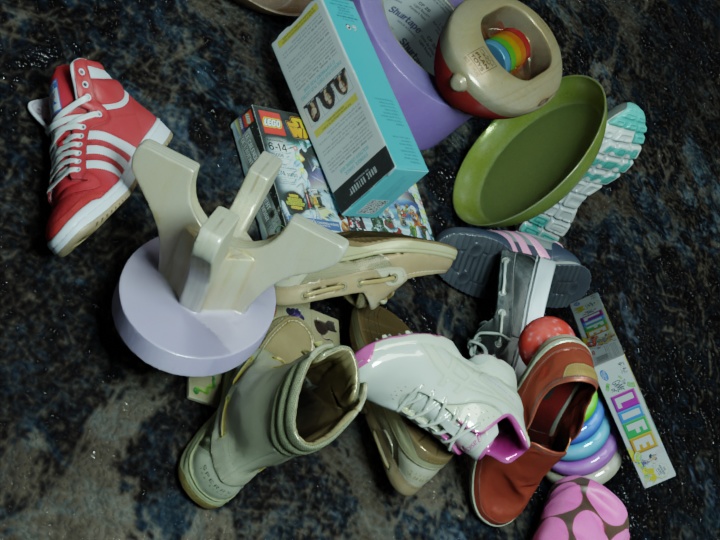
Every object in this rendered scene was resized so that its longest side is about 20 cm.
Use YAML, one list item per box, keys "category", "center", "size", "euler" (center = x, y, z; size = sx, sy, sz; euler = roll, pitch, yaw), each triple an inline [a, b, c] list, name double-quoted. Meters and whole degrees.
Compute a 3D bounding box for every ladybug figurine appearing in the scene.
- category: "ladybug figurine"
  center: [0.136, -0.215, 1.595]
  size: [0.136, 0.072, 0.200]
  euler: [56, 38, 3]

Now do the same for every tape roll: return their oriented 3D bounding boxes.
- category: "tape roll"
  center: [0.048, -0.235, 1.645]
  size: [0.199, 0.085, 0.201]
  euler: [27, 45, -30]

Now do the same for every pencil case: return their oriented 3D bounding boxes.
- category: "pencil case"
  center: [0.194, 0.282, 1.411]
  size: [0.093, 0.091, 0.201]
  euler: [17, 42, 10]

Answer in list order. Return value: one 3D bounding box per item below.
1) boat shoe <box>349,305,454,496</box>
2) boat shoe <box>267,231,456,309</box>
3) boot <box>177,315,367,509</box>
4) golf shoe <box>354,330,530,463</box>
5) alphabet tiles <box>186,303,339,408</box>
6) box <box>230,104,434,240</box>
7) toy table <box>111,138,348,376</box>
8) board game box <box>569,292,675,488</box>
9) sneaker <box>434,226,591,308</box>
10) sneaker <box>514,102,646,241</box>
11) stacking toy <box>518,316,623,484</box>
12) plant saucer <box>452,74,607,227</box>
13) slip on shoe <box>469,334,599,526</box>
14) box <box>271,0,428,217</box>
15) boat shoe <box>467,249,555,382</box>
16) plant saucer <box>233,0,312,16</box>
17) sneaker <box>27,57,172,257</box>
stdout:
- category: "boat shoe"
  center: [0.023, 0.110, 1.380]
  size: [0.071, 0.065, 0.201]
  euler: [17, 35, -30]
- category: "boat shoe"
  center: [0.000, 0.000, 1.396]
  size: [0.199, 0.071, 0.065]
  euler: [-1, 97, -34]
- category: "boot"
  center: [-0.052, 0.090, 1.231]
  size: [0.072, 0.154, 0.200]
  euler: [44, 44, -15]
- category: "golf shoe"
  center: [0.072, 0.109, 1.291]
  size: [0.199, 0.075, 0.092]
  euler: [15, 40, -40]
- category: "alphabet tiles"
  center: [-0.095, 0.056, 1.342]
  size: [0.199, 0.006, 0.167]
  euler: [22, 48, -34]
- category: "box"
  center: [-0.024, -0.079, 1.490]
  size: [0.199, 0.040, 0.138]
  euler: [6, 57, -43]
- category: "toy table"
  center: [-0.113, -0.014, 1.234]
  size: [0.183, 0.118, 0.200]
  euler: [21, 27, -10]
- category: "board game box"
  center: [0.261, 0.115, 1.549]
  size: [0.200, 0.034, 0.135]
  euler: [-86, 152, -73]
- category: "sneaker"
  center: [0.144, -0.013, 1.611]
  size: [0.199, 0.070, 0.082]
  euler: [16, 23, -33]
- category: "sneaker"
  center: [0.221, -0.118, 1.658]
  size: [0.077, 0.200, 0.092]
  euler: [18, 37, -40]
- category: "stacking toy"
  center: [0.193, 0.117, 1.459]
  size: [0.086, 0.085, 0.201]
  euler: [-78, 156, -44]
- category: "plant saucer"
  center: [0.182, -0.118, 1.607]
  size: [0.031, 0.199, 0.201]
  euler: [43, 39, -27]
- category: "slip on shoe"
  center: [0.155, 0.153, 1.386]
  size: [0.074, 0.201, 0.061]
  euler: [15, 26, -23]
- category: "box"
  center: [-0.012, -0.156, 1.462]
  size: [0.049, 0.082, 0.201]
  euler: [2, 58, -46]
- category: "boat shoe"
  center: [0.139, 0.072, 1.512]
  size: [0.068, 0.074, 0.201]
  euler: [14, 74, 3]
- category: "plant saucer"
  center: [-0.117, -0.338, 1.588]
  size: [0.200, 0.037, 0.202]
  euler: [27, 45, -31]
- category: "sneaker"
  center: [-0.234, -0.099, 1.260]
  size: [0.113, 0.071, 0.200]
  euler: [47, 31, -15]
